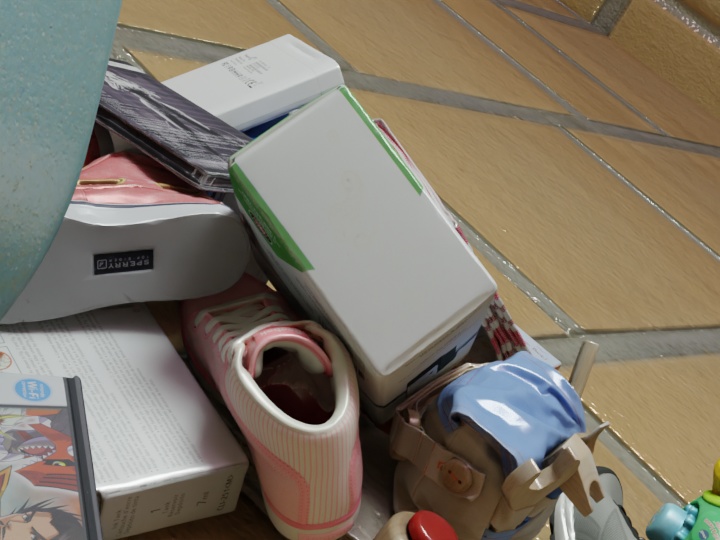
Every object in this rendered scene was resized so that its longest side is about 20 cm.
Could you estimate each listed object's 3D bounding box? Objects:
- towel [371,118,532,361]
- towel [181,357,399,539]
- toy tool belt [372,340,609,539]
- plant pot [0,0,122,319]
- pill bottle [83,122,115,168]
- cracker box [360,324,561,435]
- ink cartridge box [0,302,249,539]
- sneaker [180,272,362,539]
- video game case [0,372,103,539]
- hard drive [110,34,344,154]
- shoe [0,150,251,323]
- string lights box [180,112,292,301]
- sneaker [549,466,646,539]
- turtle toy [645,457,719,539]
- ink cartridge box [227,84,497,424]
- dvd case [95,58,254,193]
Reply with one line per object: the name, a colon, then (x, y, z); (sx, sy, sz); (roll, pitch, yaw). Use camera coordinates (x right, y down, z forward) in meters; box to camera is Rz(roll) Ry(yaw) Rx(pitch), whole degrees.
towel: (0.064, -0.003, 0.945); (0.201, 0.030, 0.147); (57, 3, -40)
towel: (-0.026, 0.117, 0.833); (0.200, 0.035, 0.132); (40, 22, 22)
toy tool belt: (0.080, 0.105, 0.780); (0.125, 0.123, 0.200); (42, 25, 9)
plant pot: (-0.242, -0.062, 0.599); (0.194, 0.202, 0.195); (4, -3, 23)
pill bottle: (-0.255, -0.062, 0.808); (0.199, 0.111, 0.111); (5, 33, -47)
cracker box: (0.051, 0.064, 1.007); (0.134, 0.058, 0.199); (40, 25, 21)
ink cartridge box: (-0.180, 0.065, 0.733); (0.172, 0.044, 0.200); (-7, 42, -36)
sneaker: (-0.051, 0.046, 0.757); (0.075, 0.105, 0.201); (-16, 47, -16)
video game case: (-0.203, 0.109, 0.581); (0.179, 0.026, 0.201); (7, 32, -22)
hard drive: (-0.124, -0.125, 1.024); (0.198, 0.027, 0.132); (-23, 26, -12)
shoe: (-0.168, -0.023, 0.774); (0.198, 0.072, 0.091); (-3, 24, -26)
string lights box: (-0.087, -0.054, 1.016); (0.059, 0.103, 0.200); (24, 24, -12)
sneaker: (0.158, 0.189, 0.828); (0.200, 0.079, 0.075); (-70, 143, -63)
turtle toy: (0.237, 0.219, 0.840); (0.100, 0.147, 0.201); (-14, 32, -3)
ink cartridge box: (0.000, 0.000, 0.799); (0.147, 0.083, 0.200); (53, -9, 10)
dvd case: (-0.133, -0.099, 0.883); (0.199, 0.016, 0.148); (33, 15, 24)
